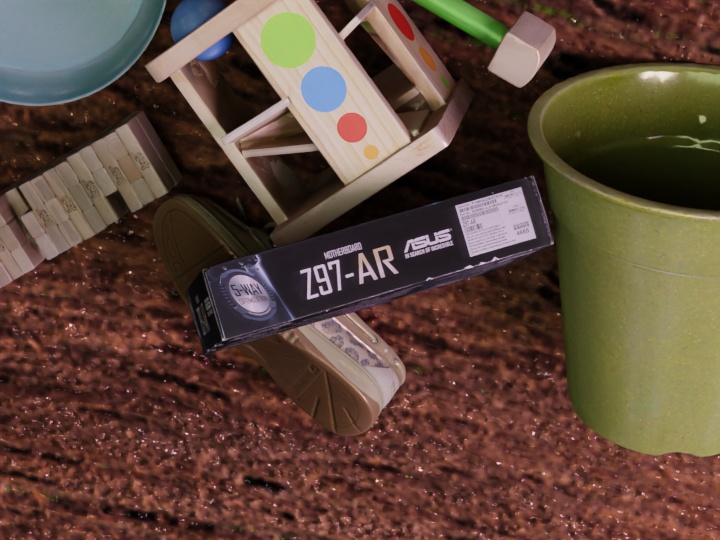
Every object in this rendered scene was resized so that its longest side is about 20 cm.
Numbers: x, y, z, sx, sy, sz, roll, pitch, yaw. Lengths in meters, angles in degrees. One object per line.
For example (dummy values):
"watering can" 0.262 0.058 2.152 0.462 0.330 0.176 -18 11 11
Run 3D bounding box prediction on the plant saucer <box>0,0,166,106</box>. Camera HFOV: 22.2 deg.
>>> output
"plant saucer" -0.214 -0.206 1.179 0.200 0.027 0.201 4 111 11

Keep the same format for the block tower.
"block tower" -0.213 -0.036 1.226 0.200 0.054 0.058 -26 102 20

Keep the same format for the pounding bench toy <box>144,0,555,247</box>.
"pounding bench toy" -0.003 -0.141 1.106 0.200 0.124 0.156 -32 100 20

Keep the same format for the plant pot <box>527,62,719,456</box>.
"plant pot" 0.193 0.003 1.094 0.199 0.200 0.190 7 120 9

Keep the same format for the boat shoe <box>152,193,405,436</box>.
"boat shoe" -0.055 0.022 1.219 0.200 0.063 0.073 48 138 -5

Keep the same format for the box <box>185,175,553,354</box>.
"box" 0.000 0.000 1.102 0.200 0.160 0.044 -16 87 -9
